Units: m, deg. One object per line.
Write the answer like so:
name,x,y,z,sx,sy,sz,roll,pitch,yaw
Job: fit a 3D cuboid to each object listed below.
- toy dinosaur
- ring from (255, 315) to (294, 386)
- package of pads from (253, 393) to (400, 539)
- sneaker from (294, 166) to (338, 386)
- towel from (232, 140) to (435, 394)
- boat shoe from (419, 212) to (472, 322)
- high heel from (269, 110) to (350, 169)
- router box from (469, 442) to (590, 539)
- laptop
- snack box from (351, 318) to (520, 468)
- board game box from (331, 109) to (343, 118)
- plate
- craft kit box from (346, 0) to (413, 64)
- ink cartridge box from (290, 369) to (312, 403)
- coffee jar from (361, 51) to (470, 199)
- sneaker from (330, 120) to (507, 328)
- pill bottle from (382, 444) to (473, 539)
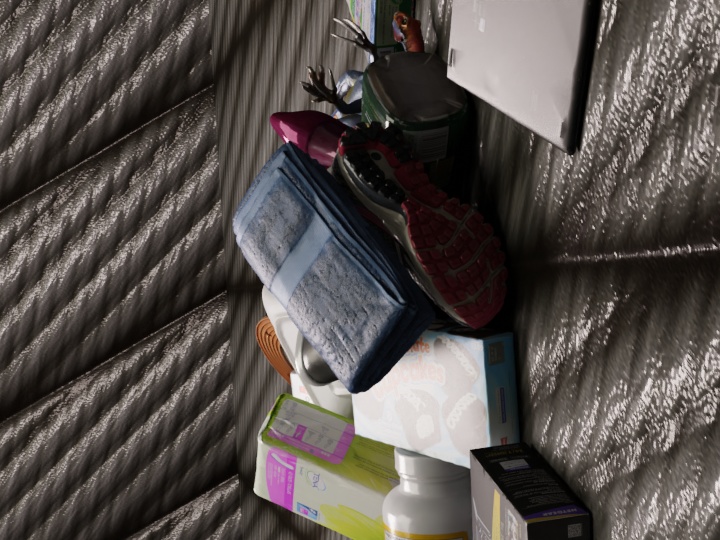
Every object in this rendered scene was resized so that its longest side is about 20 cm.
toy dinosaur,0.017,-0.183,1.576,0.181,0.199,0.106,-9,65,43
ring,-0.035,0.115,1.872,0.019,0.200,0.201,-54,-10,-26
package of pads,-0.012,0.217,1.689,0.155,0.199,0.068,99,-164,-58
sneaker,0.000,0.000,1.426,0.099,0.070,0.202,-9,71,47
towel,-0.031,-0.001,1.351,0.200,0.048,0.112,51,121,25
boat shoe,0.069,0.024,1.468,0.200,0.071,0.068,112,152,-55
high heel,-0.012,-0.111,1.588,0.068,0.096,0.200,-59,-24,-4
router box,0.133,0.257,1.278,0.157,0.052,0.201,-130,35,-71
laptop,0.126,-0.222,1.151,0.200,0.116,0.188,38,142,35
snack box,0.061,0.101,1.420,0.199,0.037,0.117,8,106,54
board game box,-0.015,-0.114,1.923,0.200,0.034,0.136,145,118,-78
plate,-0.017,0.099,1.670,0.199,0.032,0.201,-8,113,57
craft kit box,0.013,-0.335,1.616,0.198,0.048,0.201,-111,18,-46
ink cartridge box,-0.004,0.212,1.805,0.162,0.050,0.202,7,105,46
coffee jar,0.044,-0.091,1.469,0.201,0.085,0.105,95,157,-45
sneaker,0.049,-0.033,1.364,0.200,0.080,0.075,54,149,19
pill bottle,0.074,0.255,1.466,0.104,0.103,0.202,-142,47,-76
